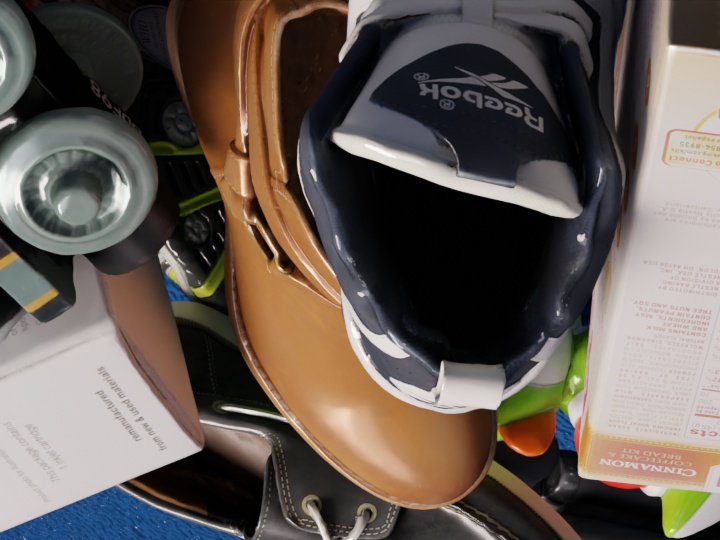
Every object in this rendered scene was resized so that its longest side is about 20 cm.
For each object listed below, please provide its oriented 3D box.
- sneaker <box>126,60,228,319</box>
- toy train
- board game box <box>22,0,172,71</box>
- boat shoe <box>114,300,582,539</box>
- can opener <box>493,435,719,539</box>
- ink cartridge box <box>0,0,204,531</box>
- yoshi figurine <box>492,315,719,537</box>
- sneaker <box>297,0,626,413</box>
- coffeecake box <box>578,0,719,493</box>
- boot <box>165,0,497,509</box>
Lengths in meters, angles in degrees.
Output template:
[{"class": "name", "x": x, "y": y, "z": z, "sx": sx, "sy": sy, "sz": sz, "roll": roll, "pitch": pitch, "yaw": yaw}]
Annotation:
[{"class": "sneaker", "x": -0.044, "y": -0.002, "z": 0.933, "sx": 0.076, "sy": 0.075, "sz": 0.200, "roll": 0, "pitch": 137, "yaw": 51}, {"class": "toy train", "x": -0.139, "y": -0.055, "z": 0.670, "sx": 0.114, "sy": 0.085, "sz": 0.200, "roll": -32, "pitch": 127, "yaw": 15}, {"class": "board game box", "x": -0.094, "y": -0.148, "z": 0.779, "sx": 0.135, "sy": 0.035, "sz": 0.200, "roll": 22, "pitch": 150, "yaw": 10}, {"class": "boat shoe", "x": -0.011, "y": 0.084, "z": 0.856, "sx": 0.200, "sy": 0.068, "sz": 0.072, "roll": 28, "pitch": 126, "yaw": 17}, {"class": "can opener", "x": 0.087, "y": 0.091, "z": 0.930, "sx": 0.199, "sy": 0.053, "sz": 0.066, "roll": 16, "pitch": 149, "yaw": -24}, {"class": "ink cartridge box", "x": -0.166, "y": 0.020, "z": 0.804, "sx": 0.199, "sy": 0.148, "sz": 0.086, "roll": -23, "pitch": 144, "yaw": 8}, {"class": "yoshi figurine", "x": 0.088, "y": 0.018, "z": 0.862, "sx": 0.199, "sy": 0.113, "sz": 0.112, "roll": 14, "pitch": -168, "yaw": -5}, {"class": "sneaker", "x": 0.029, "y": -0.059, "z": 0.574, "sx": 0.079, "sy": 0.200, "sz": 0.130, "roll": 9, "pitch": -172, "yaw": -3}, {"class": "coffeecake box", "x": 0.105, "y": -0.054, "z": 0.629, "sx": 0.073, "sy": 0.154, "sz": 0.200, "roll": 7, "pitch": 149, "yaw": 3}, {"class": "boot", "x": 0.000, "y": 0.000, "z": 0.727, "sx": 0.200, "sy": 0.074, "sz": 0.155, "roll": 62, "pitch": 172, "yaw": -15}]
